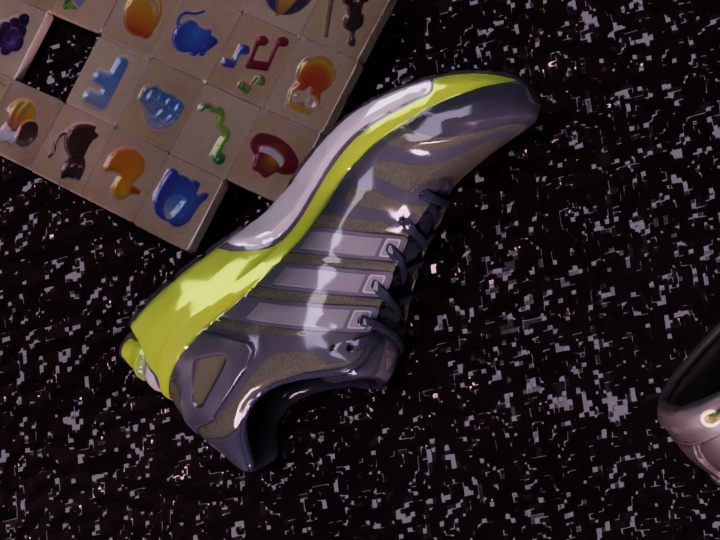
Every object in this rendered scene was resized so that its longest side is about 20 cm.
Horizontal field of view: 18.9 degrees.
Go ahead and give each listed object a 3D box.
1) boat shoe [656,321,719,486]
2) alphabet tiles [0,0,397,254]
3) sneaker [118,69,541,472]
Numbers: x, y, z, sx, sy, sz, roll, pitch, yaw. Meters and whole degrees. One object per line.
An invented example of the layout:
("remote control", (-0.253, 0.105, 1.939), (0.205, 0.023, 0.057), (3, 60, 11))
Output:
("boat shoe", (0.189, -0.002, 0.759), (0.201, 0.060, 0.072), (-49, 23, 5))
("alphabet tiles", (-0.081, -0.105, 0.929), (0.199, 0.008, 0.168), (26, 87, 34))
("sneaker", (0.000, 0.000, 0.853), (0.200, 0.074, 0.081), (-43, 71, 15))
